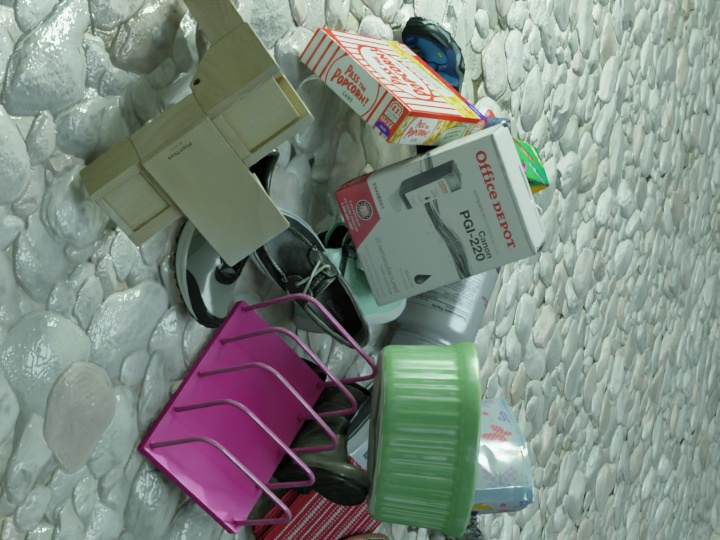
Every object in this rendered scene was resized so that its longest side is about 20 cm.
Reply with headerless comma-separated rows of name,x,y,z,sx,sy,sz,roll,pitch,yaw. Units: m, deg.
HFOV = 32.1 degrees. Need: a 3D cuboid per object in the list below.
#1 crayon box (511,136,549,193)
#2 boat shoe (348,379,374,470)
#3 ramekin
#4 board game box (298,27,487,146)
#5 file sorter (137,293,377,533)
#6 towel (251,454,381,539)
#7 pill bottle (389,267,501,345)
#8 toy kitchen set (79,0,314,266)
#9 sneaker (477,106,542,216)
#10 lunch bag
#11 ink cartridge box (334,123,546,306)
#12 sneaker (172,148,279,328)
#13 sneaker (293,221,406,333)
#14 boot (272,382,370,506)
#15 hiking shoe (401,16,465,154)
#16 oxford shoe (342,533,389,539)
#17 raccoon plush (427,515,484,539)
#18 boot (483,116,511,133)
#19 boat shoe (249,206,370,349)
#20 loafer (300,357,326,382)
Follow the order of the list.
crayon box,0.117,-0.098,1.540,0.119,0.199,0.059,7,62,-60
boat shoe,-0.022,0.207,1.515,0.200,0.068,0.072,-46,147,-14
ramekin,0.062,0.170,1.294,0.200,0.097,0.202,-175,-90,-87
board game box,0.041,-0.205,1.430,0.046,0.151,0.200,-53,159,22
file sorter,-0.094,0.140,1.261,0.139,0.125,0.201,47,54,-22
towel,-0.040,0.294,1.489,0.145,0.022,0.200,-47,145,-7
pill bottle,0.112,0.034,1.644,0.113,0.113,0.201,36,72,-57
toy kitchen set,-0.153,-0.127,1.191,0.199,0.181,0.163,-35,137,1
sneaker,0.202,-0.127,1.764,0.071,0.112,0.202,-12,108,-59
lunch bag,0.122,0.251,1.598,0.200,0.168,0.128,-112,-160,-73
ink cartridge box,0.091,-0.061,1.406,0.147,0.199,0.085,68,18,-7
sneaker,-0.131,-0.041,1.246,0.074,0.079,0.202,12,89,-62
sneaker,0.000,0.000,1.481,0.200,0.073,0.119,-14,116,-56
boot,-0.028,0.175,1.344,0.068,0.200,0.131,36,73,-20
hiking shoe,0.091,-0.225,1.582,0.087,0.074,0.201,-59,143,-35
oxford shoe,-0.027,0.379,1.494,0.199,0.074,0.071,-20,134,-38
raccoon plush,0.125,0.282,1.716,0.097,0.133,0.201,42,62,-54
boot,0.156,-0.113,1.710,0.073,0.090,0.202,-22,116,-56
boat shoe,-0.049,0.006,1.348,0.072,0.071,0.200,-46,118,-6
loafer,-0.104,0.173,1.363,0.201,0.063,0.072,-60,146,-32
